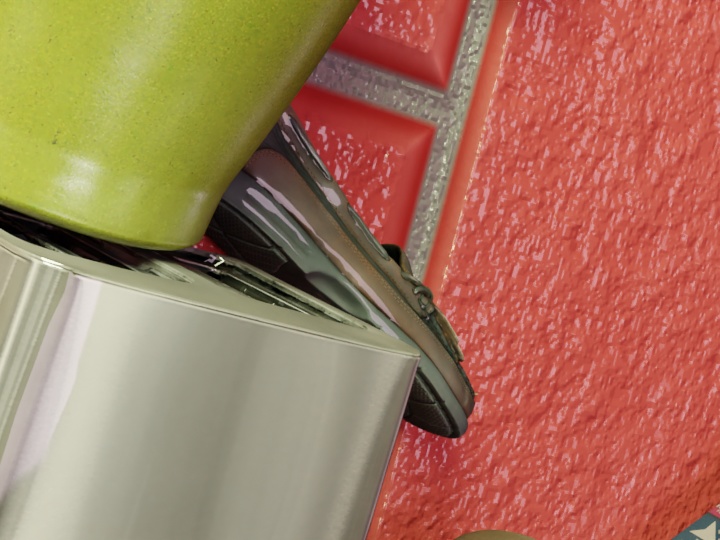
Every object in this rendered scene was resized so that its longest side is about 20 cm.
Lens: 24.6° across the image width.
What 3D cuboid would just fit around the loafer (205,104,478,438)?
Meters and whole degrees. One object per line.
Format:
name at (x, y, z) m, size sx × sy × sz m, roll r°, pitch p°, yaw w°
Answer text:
loafer at (0.000, 0.000, 0.738) m, size 0.200 × 0.071 × 0.063 m, roll 47°, pitch 65°, yaw -36°

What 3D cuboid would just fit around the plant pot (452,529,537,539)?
plant pot at (0.043, 0.218, 0.769) m, size 0.174 × 0.199 × 0.202 m, roll -41°, pitch 126°, yaw -46°

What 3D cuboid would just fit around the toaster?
toaster at (-0.096, 0.049, 0.582) m, size 0.180 × 0.199 × 0.120 m, roll 15°, pitch 96°, yaw -41°

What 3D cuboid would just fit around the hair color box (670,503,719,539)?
hair color box at (0.189, 0.212, 0.934) m, size 0.199 × 0.060 × 0.101 m, roll -32°, pitch 119°, yaw -18°

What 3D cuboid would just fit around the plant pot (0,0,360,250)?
plant pot at (-0.081, -0.119, 0.570) m, size 0.199 × 0.200 × 0.195 m, roll 16°, pitch 102°, yaw -41°
